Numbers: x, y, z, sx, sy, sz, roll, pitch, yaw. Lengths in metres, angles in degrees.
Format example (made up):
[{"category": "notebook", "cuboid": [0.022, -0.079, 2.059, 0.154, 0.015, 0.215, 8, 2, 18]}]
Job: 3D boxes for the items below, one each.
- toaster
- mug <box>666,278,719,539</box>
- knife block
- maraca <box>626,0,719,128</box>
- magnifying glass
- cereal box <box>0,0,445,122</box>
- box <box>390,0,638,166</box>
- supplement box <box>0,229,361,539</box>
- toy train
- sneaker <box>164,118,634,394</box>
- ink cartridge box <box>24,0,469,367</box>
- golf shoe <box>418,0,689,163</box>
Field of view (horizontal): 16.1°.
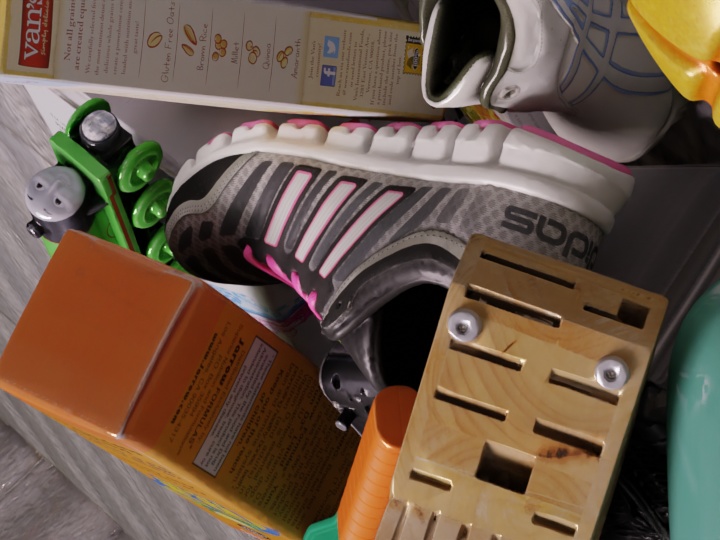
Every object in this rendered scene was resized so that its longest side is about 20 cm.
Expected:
[{"category": "toaster", "cuboid": [0.113, 0.060, 0.943, 0.200, 0.119, 0.181, 0, 139, 50]}, {"category": "mug", "cuboid": [0.166, 0.045, 0.778, 0.185, 0.151, 0.115, -147, 54, -86]}, {"category": "knife block", "cuboid": [0.050, 0.073, 0.841, 0.064, 0.201, 0.176, 18, -163, 7]}, {"category": "maraca", "cuboid": [0.108, -0.099, 0.626, 0.200, 0.107, 0.137, 52, 157, -20]}, {"category": "magnifying glass", "cuboid": [-0.002, 0.105, 0.920, 0.200, 0.022, 0.080, 103, 165, -54]}, {"category": "cereal box", "cuboid": [-0.086, -0.080, 0.867, 0.143, 0.040, 0.199, 11, -175, 44]}, {"category": "box", "cuboid": [0.079, -0.046, 1.004, 0.039, 0.041, 0.200, 25, 155, 56]}, {"category": "supplement box", "cuboid": [-0.054, 0.055, 0.966, 0.066, 0.069, 0.200, 20, 171, 31]}, {"category": "toy train", "cuboid": [-0.094, 0.001, 1.008, 0.042, 0.056, 0.200, 39, 164, 22]}, {"category": "sneaker", "cuboid": [0.000, 0.000, 0.882, 0.199, 0.088, 0.074, 0, 158, 40]}, {"category": "ink cartridge box", "cuboid": [-0.025, -0.048, 1.083, 0.144, 0.145, 0.200, 35, 162, 37]}, {"category": "golf shoe", "cuboid": [0.053, -0.084, 0.859, 0.078, 0.097, 0.200, 37, 164, 30]}]
